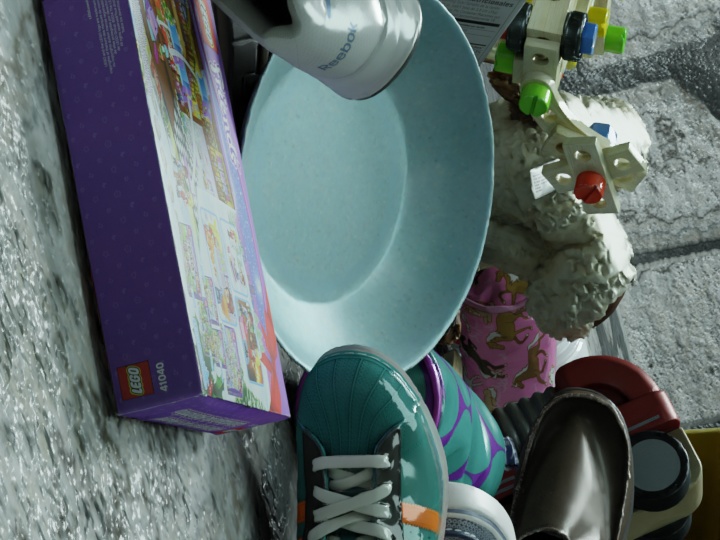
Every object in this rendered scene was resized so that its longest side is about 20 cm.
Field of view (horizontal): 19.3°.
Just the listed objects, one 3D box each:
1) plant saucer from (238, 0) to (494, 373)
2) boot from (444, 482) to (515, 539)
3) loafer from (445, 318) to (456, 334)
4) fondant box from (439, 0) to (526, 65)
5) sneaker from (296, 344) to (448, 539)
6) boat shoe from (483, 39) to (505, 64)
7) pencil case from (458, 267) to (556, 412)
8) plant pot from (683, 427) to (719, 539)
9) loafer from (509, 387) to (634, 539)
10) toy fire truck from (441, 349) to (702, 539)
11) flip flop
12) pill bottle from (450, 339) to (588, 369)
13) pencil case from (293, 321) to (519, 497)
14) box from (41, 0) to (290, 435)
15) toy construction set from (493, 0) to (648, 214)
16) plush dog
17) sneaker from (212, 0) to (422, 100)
[{"bbox_3d":[-0.006,-0.044,1.038,0.201,0.039,0.201,-10,102,-51],"label":"plant saucer"},{"bbox_3d":[0.048,0.201,1.122,0.200,0.073,0.090,83,6,-49],"label":"boot"},{"bbox_3d":[0.042,-0.007,1.312,0.072,0.063,0.200,56,-12,26],"label":"loafer"},{"bbox_3d":[0.030,-0.171,1.286,0.200,0.058,0.144,127,-37,-51],"label":"fondant box"},{"bbox_3d":[0.003,0.138,0.987,0.080,0.071,0.200,-53,138,-70],"label":"sneaker"},{"bbox_3d":[0.064,-0.195,1.408,0.200,0.073,0.063,-106,-143,-61],"label":"boat shoe"},{"bbox_3d":[0.107,0.075,1.518,0.087,0.083,0.200,41,-32,45],"label":"pencil case"},{"bbox_3d":[0.194,0.254,1.597,0.200,0.200,0.177,-89,174,-52],"label":"plant pot"},{"bbox_3d":[0.121,0.157,1.230,0.071,0.073,0.200,90,10,-65],"label":"loafer"},{"bbox_3d":[0.106,0.107,1.376,0.129,0.176,0.200,70,-5,-62],"label":"toy fire truck"},{"bbox_3d":[-0.057,-0.104,1.044,0.081,0.058,0.200,-4,95,-47],"label":"flip flop"},{"bbox_3d":[0.107,0.000,1.594,0.120,0.119,0.200,-87,161,-56],"label":"pill bottle"},{"bbox_3d":[0.027,0.091,1.168,0.200,0.085,0.092,46,24,-69],"label":"pencil case"},{"bbox_3d":[-0.081,-0.035,0.882,0.137,0.039,0.200,31,46,-75],"label":"box"},{"bbox_3d":[0.125,-0.134,1.293,0.131,0.092,0.200,88,1,-52],"label":"toy construction set"},{"bbox_3d":[0.083,-0.049,1.418,0.160,0.172,0.200,40,42,-30],"label":"plush dog"},{"bbox_3d":[-0.055,-0.159,0.933,0.200,0.075,0.087,46,18,27],"label":"sneaker"}]
